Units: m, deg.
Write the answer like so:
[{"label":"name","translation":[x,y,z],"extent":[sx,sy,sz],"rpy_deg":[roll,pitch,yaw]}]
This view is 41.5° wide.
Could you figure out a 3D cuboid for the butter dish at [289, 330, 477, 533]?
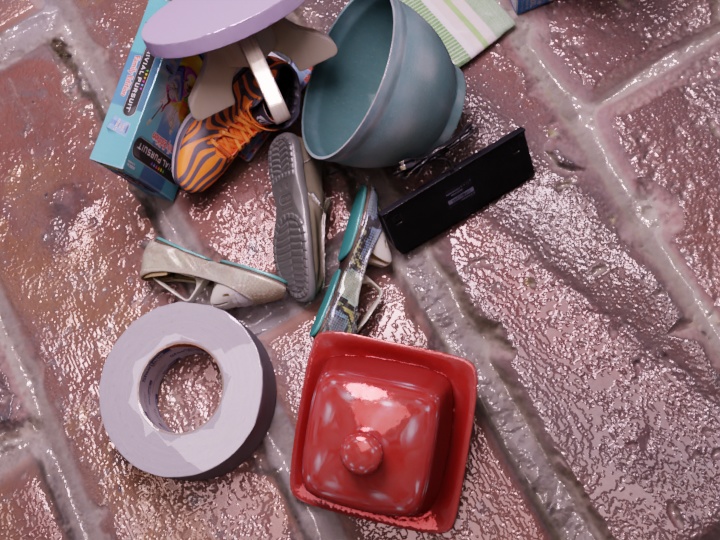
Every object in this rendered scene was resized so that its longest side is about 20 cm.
[{"label":"butter dish","translation":[0.013,0.181,1.010],"extent":[0.197,0.148,0.203],"rpy_deg":[10,93,12]}]

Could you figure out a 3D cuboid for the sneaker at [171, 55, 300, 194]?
[{"label":"sneaker","translation":[-0.147,-0.175,1.140],"extent":[0.112,0.077,0.201],"rpy_deg":[25,81,53]}]

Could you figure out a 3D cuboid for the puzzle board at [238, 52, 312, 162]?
[{"label":"puzzle board","translation":[-0.178,-0.252,1.237],"extent":[0.199,0.017,0.152],"rpy_deg":[34,83,15]}]

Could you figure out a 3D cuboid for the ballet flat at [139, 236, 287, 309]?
[{"label":"ballet flat","translation":[-0.179,0.016,1.143],"extent":[0.198,0.067,0.063],"rpy_deg":[17,76,22]}]

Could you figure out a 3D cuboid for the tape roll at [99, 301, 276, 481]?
[{"label":"tape roll","translation":[-0.201,0.142,1.111],"extent":[0.197,0.066,0.203],"rpy_deg":[-2,76,8]}]

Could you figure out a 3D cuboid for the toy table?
[{"label":"toy table","translation":[-0.129,-0.254,1.063],"extent":[0.197,0.118,0.185],"rpy_deg":[-17,42,6]}]

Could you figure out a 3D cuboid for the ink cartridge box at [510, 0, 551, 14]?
[{"label":"ink cartridge box","translation":[0.261,-0.433,1.182],"extent":[0.198,0.084,0.147],"rpy_deg":[-20,73,3]}]

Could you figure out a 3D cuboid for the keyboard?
[{"label":"keyboard","translation":[0.107,-0.108,1.102],"extent":[0.198,0.128,0.021],"rpy_deg":[-31,45,-5]}]

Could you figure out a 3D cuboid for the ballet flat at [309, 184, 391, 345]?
[{"label":"ballet flat","translation":[0.000,0.000,1.126],"extent":[0.073,0.074,0.203],"rpy_deg":[17,80,13]}]

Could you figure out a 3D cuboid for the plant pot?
[{"label":"plant pot","translation":[0.037,-0.204,1.099],"extent":[0.133,0.200,0.203],"rpy_deg":[17,75,-27]}]

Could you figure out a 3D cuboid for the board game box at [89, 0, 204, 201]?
[{"label":"board game box","translation":[-0.239,-0.201,1.148],"extent":[0.046,0.151,0.203],"rpy_deg":[17,84,14]}]

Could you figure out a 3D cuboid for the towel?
[{"label":"towel","translation":[0.073,-0.304,1.211],"extent":[0.199,0.023,0.153],"rpy_deg":[-38,74,-4]}]

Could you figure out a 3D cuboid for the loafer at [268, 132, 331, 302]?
[{"label":"loafer","translation":[-0.062,-0.064,1.137],"extent":[0.075,0.069,0.203],"rpy_deg":[-4,89,50]}]
